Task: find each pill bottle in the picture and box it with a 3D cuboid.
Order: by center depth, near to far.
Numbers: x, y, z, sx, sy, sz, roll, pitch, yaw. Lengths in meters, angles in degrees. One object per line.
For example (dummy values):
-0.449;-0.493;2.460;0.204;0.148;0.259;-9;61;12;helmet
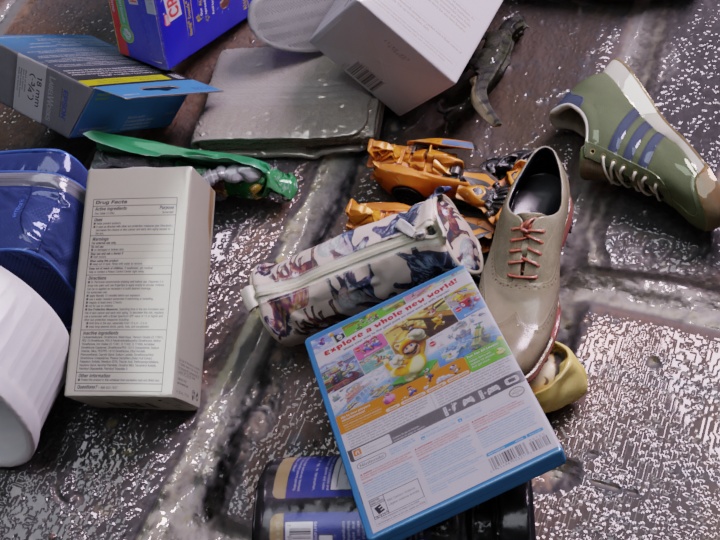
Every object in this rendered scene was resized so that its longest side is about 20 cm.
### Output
0.027;0.190;0.786;0.196;0.112;0.113;-4;56;11;pill bottle

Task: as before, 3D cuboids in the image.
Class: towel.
-0.067;-0.175;1.101;0.196;0.035;0.134;2;56;16;towel

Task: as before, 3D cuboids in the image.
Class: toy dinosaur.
0.112;-0.185;1.041;0.087;0.047;0.202;-26;29;36;toy dinosaur

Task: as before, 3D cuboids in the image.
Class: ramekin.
-0.341;0.068;0.909;0.197;0.202;0.099;10;51;19;ramekin

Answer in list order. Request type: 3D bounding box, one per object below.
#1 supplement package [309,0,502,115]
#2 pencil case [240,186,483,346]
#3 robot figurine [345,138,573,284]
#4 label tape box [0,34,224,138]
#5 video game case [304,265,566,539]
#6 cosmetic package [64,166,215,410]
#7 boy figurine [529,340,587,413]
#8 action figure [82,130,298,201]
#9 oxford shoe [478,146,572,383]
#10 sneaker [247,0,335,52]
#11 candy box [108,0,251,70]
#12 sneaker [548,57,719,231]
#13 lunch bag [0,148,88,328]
0.064;-0.274;1.028;0.121;0.119;0.202;36;70;-16;supplement package
0.000;0.000;0.909;0.197;0.089;0.079;-22;61;20;pencil case
0.092;-0.058;0.968;0.196;0.058;0.147;8;62;18;robot figurine
-0.259;-0.178;1.083;0.198;0.064;0.143;26;24;27;label tape box
0.046;0.090;0.779;0.141;0.018;0.201;-25;41;2;video game case
-0.189;0.016;0.943;0.103;0.071;0.204;1;75;11;cosmetic package
0.082;0.090;0.870;0.196;0.065;0.126;3;52;18;boy figurine
-0.156;-0.091;1.037;0.196;0.118;0.056;6;81;7;action figure
0.125;-0.007;0.847;0.069;0.075;0.203;4;57;15;oxford shoe
-0.036;-0.289;1.131;0.197;0.075;0.116;-15;35;-18;sneaker
-0.175;-0.331;1.115;0.076;0.171;0.200;18;42;26;candy box
0.239;-0.097;0.961;0.089;0.067;0.202;-28;54;3;sneaker
-0.333;-0.032;1.007;0.196;0.137;0.134;-2;56;14;lunch bag
